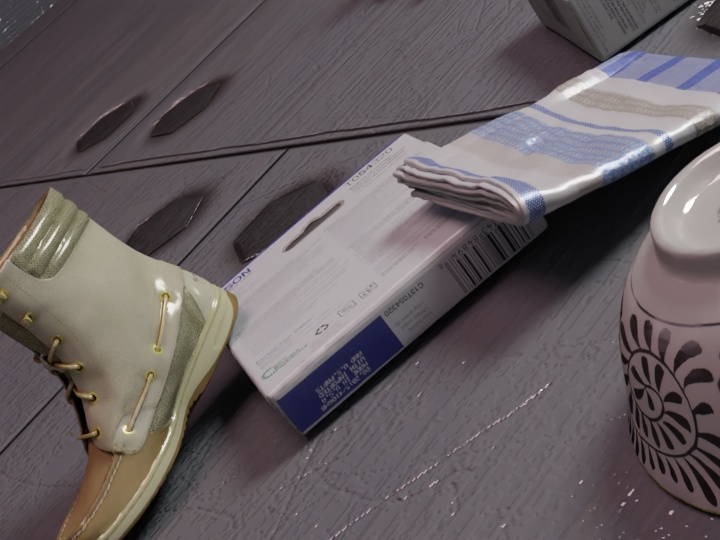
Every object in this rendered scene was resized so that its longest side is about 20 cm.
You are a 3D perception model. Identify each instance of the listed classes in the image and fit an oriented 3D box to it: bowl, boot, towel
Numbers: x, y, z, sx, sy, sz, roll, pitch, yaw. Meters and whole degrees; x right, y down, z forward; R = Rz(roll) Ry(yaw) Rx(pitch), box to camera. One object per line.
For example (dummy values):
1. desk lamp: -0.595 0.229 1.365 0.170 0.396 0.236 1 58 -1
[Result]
1. bowl: 0.182 -0.002 0.578 0.200 0.094 0.201 -30 25 16
2. boot: -0.179 0.065 0.849 0.072 0.155 0.200 -18 44 57
3. towel: 0.133 -0.084 0.818 0.200 0.024 0.147 -27 22 -19

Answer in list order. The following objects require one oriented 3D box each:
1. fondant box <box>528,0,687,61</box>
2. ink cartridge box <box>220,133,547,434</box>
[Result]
1. fondant box: 0.222 -0.248 1.015 0.200 0.058 0.144 -35 23 3
2. ink cartridge box: 0.000 0.000 0.894 0.196 0.043 0.200 -41 21 -4
